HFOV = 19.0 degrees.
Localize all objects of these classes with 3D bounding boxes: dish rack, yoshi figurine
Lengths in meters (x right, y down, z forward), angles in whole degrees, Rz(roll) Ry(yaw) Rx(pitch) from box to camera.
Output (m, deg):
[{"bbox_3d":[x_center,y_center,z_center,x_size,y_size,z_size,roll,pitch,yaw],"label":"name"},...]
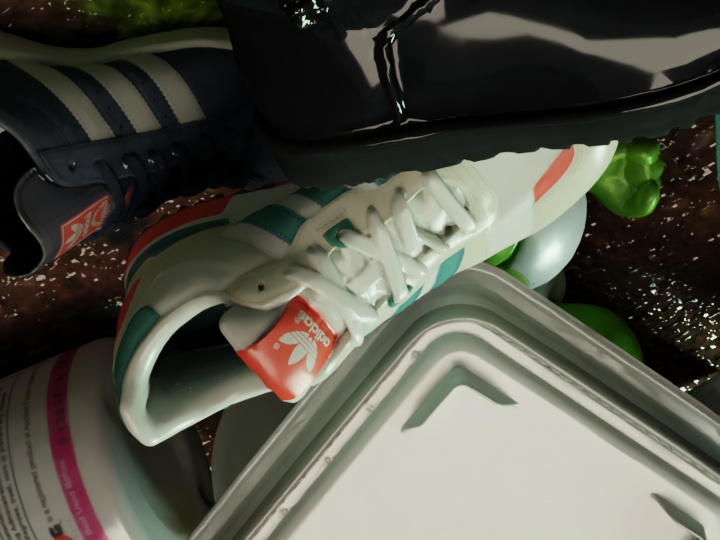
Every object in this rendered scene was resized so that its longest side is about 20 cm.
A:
[{"bbox_3d":[0.037,0.111,0.794,0.171,0.044,0.200,33,111,-18],"label":"dish rack"},{"bbox_3d":[0.074,0.002,0.841,0.111,0.113,0.201,-13,145,-6],"label":"yoshi figurine"}]

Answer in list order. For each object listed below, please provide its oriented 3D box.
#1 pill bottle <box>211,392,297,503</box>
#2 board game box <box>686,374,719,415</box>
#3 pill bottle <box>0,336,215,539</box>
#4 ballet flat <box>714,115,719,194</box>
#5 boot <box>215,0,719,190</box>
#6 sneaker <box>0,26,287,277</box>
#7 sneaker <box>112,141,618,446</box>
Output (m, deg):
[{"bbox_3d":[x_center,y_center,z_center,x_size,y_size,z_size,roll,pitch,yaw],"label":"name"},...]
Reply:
[{"bbox_3d":[-0.006,0.114,0.942,0.110,0.112,0.200,-6,156,-3],"label":"pill bottle"},{"bbox_3d":[0.101,0.108,0.923,0.126,0.035,0.200,-46,168,18],"label":"board game box"},{"bbox_3d":[-0.171,0.114,0.921,0.198,0.114,0.113,-22,140,15],"label":"pill bottle"},{"bbox_3d":[0.163,0.001,0.735,0.069,0.070,0.202,-10,120,1],"label":"ballet flat"},{"bbox_3d":[0.033,-0.112,0.605,0.198,0.077,0.169,-13,138,14],"label":"boot"},{"bbox_3d":[-0.091,-0.037,0.773,0.198,0.085,0.075,1,141,-12],"label":"sneaker"},{"bbox_3d":[-0.001,0.000,0.706,0.199,0.094,0.070,-25,121,24],"label":"sneaker"}]
